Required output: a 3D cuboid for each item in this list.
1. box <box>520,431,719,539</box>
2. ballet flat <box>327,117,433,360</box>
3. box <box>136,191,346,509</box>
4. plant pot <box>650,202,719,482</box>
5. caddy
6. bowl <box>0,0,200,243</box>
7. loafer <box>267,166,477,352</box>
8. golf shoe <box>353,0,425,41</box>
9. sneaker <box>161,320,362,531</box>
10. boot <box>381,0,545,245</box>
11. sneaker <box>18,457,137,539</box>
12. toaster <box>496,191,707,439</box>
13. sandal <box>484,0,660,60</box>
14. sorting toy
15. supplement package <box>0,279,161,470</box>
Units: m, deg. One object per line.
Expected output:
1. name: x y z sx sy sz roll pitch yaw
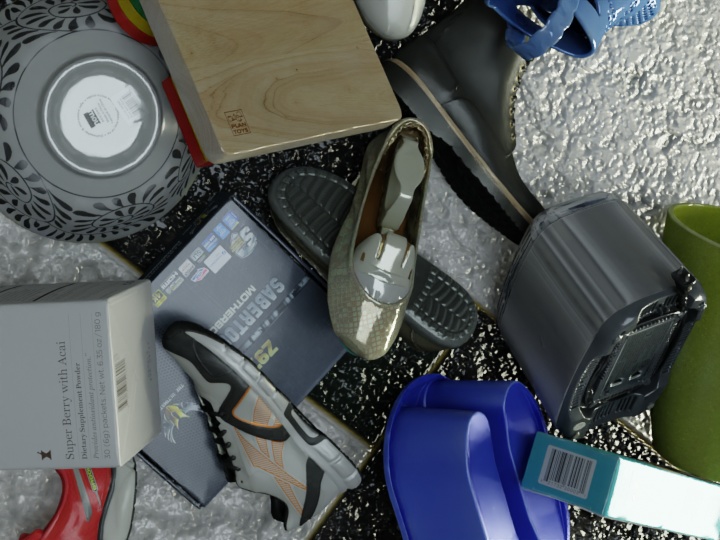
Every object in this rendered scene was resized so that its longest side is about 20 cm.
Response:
1. box: 0.222 0.179 1.388 0.200 0.082 0.049 20 86 -50
2. ballet flat: 0.017 -0.031 1.295 0.067 0.062 0.201 17 61 -16
3. box: -0.118 0.062 1.336 0.200 0.051 0.158 -47 108 -7
4. plant pot: 0.317 0.069 1.418 0.186 0.187 0.201 11 107 -18
5. caddy: 0.086 0.181 1.373 0.141 0.105 0.201 -30 107 -51
6. bowl: -0.200 -0.116 1.269 0.200 0.094 0.202 -2 98 -17
7. loafer: 0.000 0.000 1.353 0.200 0.070 0.075 43 55 0
8. golf shoe: 0.032 -0.281 1.323 0.072 0.092 0.201 1 97 -18
9. sneaker: -0.086 0.120 1.289 0.080 0.074 0.200 -44 110 -6
10. boot: 0.120 -0.128 1.379 0.138 0.077 0.200 -45 107 -13
11. sneaker: -0.228 0.231 1.317 0.085 0.077 0.201 9 83 -12
12. toaster: 0.188 0.029 1.351 0.113 0.200 0.129 -19 57 -26
13. sandal: 0.168 -0.206 1.350 0.199 0.079 0.087 -5 70 -40
14. sorting toy: -0.091 -0.177 1.267 0.200 0.070 0.199 -17 81 -47
15. supplement package: -0.258 0.076 1.223 0.199 0.120 0.122 -3 97 8
